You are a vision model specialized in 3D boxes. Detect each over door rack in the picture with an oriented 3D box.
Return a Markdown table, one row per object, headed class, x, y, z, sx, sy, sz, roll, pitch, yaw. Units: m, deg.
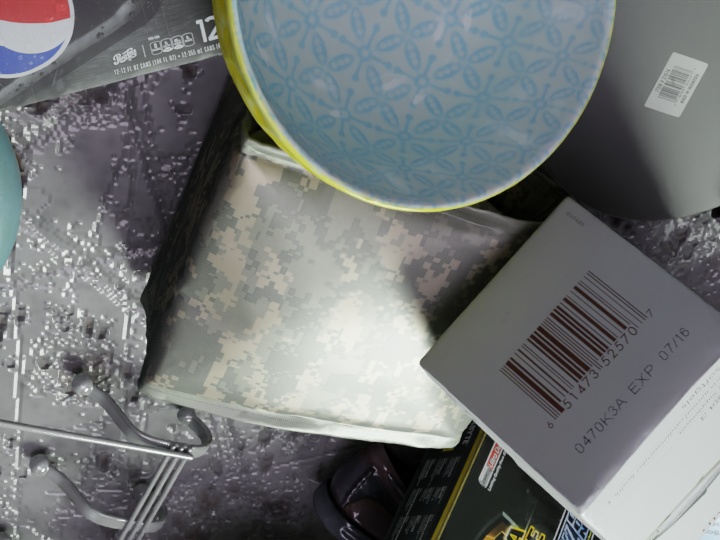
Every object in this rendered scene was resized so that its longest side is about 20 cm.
| class | x | y | z | sx | sy | sz | roll | pitch | yaw |
| --- | --- | --- | --- | --- | --- | --- | --- | --- | --- |
| over door rack | -0.203 | 0.132 | 0.847 | 0.199 | 0.067 | 0.148 | 7 | 124 | -40 |

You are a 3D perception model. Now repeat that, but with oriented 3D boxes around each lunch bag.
| class | x | y | z | sx | sy | sz | roll | pitch | yaw |
| --- | --- | --- | --- | --- | --- | --- | --- | --- | --- |
| lunch bag | 0.000 | 0.000 | 0.780 | 0.199 | 0.118 | 0.165 | 17 | 118 | -16 |

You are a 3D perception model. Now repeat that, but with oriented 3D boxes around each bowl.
| class | x | y | z | sx | sy | sz | roll | pitch | yaw |
| --- | --- | --- | --- | --- | --- | --- | --- | --- | --- |
| bowl | 0.010 | -0.134 | 0.684 | 0.199 | 0.108 | 0.201 | -6 | 102 | -26 |

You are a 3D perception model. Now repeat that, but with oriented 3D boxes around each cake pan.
| class | x | y | z | sx | sy | sz | roll | pitch | yaw |
| --- | --- | --- | --- | --- | --- | --- | --- | --- | --- |
| cake pan | 0.169 | -0.109 | 0.789 | 0.199 | 0.037 | 0.201 | -5 | 124 | -8 |

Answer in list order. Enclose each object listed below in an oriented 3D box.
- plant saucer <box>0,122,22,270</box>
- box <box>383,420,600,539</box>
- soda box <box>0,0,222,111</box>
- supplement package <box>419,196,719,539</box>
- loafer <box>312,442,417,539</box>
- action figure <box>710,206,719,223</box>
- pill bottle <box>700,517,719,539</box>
| class | x | y | z | sx | sy | sz | roll | pitch | yaw |
| --- | --- | --- | --- | --- | --- | --- | --- | --- | --- |
| plant saucer | -0.278 | -0.034 | 0.756 | 0.199 | 0.027 | 0.201 | -5 | 123 | -8 |
| box | 0.077 | 0.202 | 0.877 | 0.049 | 0.200 | 0.160 | -12 | 125 | 41 |
| soda box | -0.162 | -0.116 | 0.683 | 0.199 | 0.071 | 0.064 | -16 | 116 | -8 |
| supplement package | 0.135 | 0.072 | 0.770 | 0.117 | 0.117 | 0.200 | -48 | 150 | -1 |
| loafer | 0.062 | 0.176 | 0.941 | 0.200 | 0.072 | 0.063 | 32 | 106 | -26 |
| action figure | 0.284 | 0.036 | 0.862 | 0.069 | 0.130 | 0.200 | -26 | 117 | 24 |
| pill bottle | 0.248 | 0.150 | 0.934 | 0.108 | 0.109 | 0.201 | -25 | 124 | 6 |
